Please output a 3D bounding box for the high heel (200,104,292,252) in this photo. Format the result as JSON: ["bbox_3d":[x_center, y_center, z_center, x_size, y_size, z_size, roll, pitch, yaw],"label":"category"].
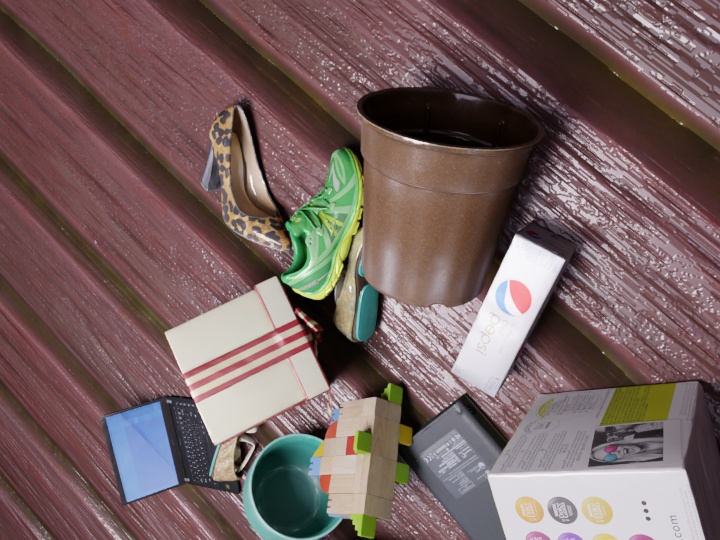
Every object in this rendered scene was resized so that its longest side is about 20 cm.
[{"bbox_3d":[-0.149,-0.128,0.919,0.200,0.071,0.143,43,129,22],"label":"high heel"}]

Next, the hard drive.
[{"bbox_3d":[0.159,0.286,0.903,0.200,0.033,0.140,49,123,8],"label":"hard drive"}]

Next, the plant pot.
[{"bbox_3d":[0.084,-0.079,0.742,0.199,0.200,0.200,21,122,23],"label":"plant pot"}]

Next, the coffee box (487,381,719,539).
[{"bbox_3d":[0.283,0.259,0.723,0.197,0.200,0.201,-13,99,33],"label":"coffee box"}]

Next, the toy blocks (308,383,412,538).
[{"bbox_3d":[-0.014,0.264,0.922,0.136,0.100,0.202,-20,54,45],"label":"toy blocks"}]

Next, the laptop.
[{"bbox_3d":[-0.331,0.323,1.157,0.199,0.103,0.179,0,106,30],"label":"laptop"}]

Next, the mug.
[{"bbox_3d":[-0.089,0.346,0.996,0.185,0.152,0.115,39,146,4],"label":"mug"}]

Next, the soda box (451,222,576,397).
[{"bbox_3d":[0.181,0.049,0.791,0.063,0.068,0.201,30,118,18],"label":"soda box"}]

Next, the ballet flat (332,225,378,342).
[{"bbox_3d":[0.000,0.000,0.886,0.070,0.071,0.201,22,116,22],"label":"ballet flat"}]

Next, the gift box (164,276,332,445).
[{"bbox_3d":[-0.133,0.135,0.911,0.186,0.185,0.201,-27,87,-10],"label":"gift box"}]

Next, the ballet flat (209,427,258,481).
[{"bbox_3d":[-0.202,0.267,1.097,0.065,0.071,0.201,13,116,-5],"label":"ballet flat"}]

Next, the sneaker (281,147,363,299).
[{"bbox_3d":[-0.049,-0.064,0.849,0.074,0.083,0.202,17,91,67],"label":"sneaker"}]
